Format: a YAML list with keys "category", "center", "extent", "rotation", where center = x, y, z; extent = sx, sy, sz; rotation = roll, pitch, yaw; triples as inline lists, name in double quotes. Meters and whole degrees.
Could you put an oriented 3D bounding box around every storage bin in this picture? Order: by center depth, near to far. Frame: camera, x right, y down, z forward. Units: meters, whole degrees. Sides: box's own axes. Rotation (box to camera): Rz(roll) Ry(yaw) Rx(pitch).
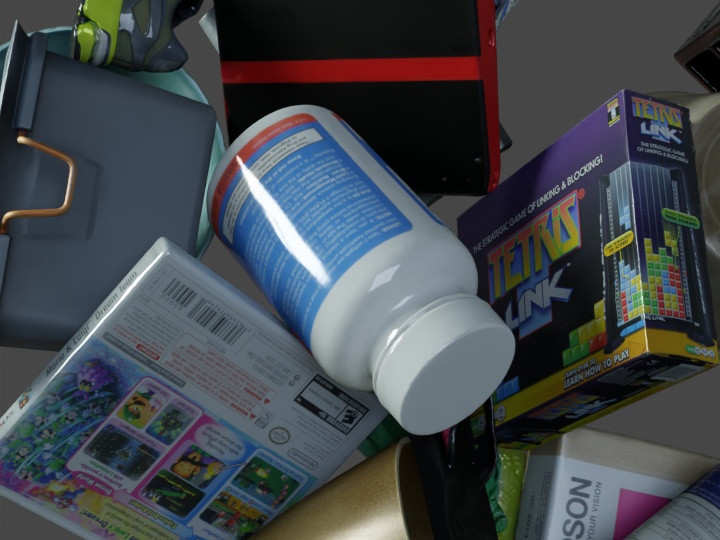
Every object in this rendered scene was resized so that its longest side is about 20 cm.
- category: "storage bin"
  center: [-0.168, -0.037, 0.820]
  extent: [0.133, 0.145, 0.203]
  rotation: [10, 80, -18]

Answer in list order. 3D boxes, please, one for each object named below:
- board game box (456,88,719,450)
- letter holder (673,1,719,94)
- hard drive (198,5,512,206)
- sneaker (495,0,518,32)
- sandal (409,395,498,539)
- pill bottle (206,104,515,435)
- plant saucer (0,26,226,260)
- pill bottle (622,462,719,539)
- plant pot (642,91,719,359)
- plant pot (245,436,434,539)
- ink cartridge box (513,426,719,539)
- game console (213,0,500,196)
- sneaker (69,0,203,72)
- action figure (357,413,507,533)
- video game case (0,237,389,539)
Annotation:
- category: "board game box"
  center: [0.133, 0.008, 0.837]
  extent: [0.056, 0.200, 0.167]
  rotation: [9, 65, -25]
- category: "letter holder"
  center: [0.358, -0.191, 0.975]
  extent: [0.142, 0.101, 0.200]
  rotation: [43, 78, -2]
- category: "hard drive"
  center: [-0.005, -0.129, 0.903]
  extent: [0.139, 0.033, 0.201]
  rotation: [-35, 87, 28]
- category: "sneaker"
  center: [0.087, -0.207, 0.942]
  extent: [0.076, 0.085, 0.202]
  rotation: [24, 78, -4]
- category: "sandal"
  center: [0.062, 0.097, 0.820]
  extent: [0.075, 0.045, 0.202]
  rotation: [27, 39, -43]
- category: "pill bottle"
  center: [0.000, 0.000, 0.794]
  extent: [0.112, 0.113, 0.200]
  rotation: [-33, 54, -12]
- category: "plant saucer"
  center: [-0.190, -0.064, 0.901]
  extent: [0.197, 0.036, 0.203]
  rotation: [1, 81, -9]
- category: "pill bottle"
  center: [0.198, 0.205, 0.804]
  extent: [0.199, 0.112, 0.112]
  rotation: [-35, 88, -12]
- category: "plant pot"
  center: [0.236, -0.040, 0.894]
  extent: [0.197, 0.174, 0.203]
  rotation: [2, 81, -10]
- category: "plant pot"
  center: [-0.027, 0.224, 0.815]
  extent: [0.198, 0.186, 0.188]
  rotation: [-22, 84, 12]
- category: "ink cartridge box"
  center: [0.184, 0.217, 0.895]
  extent: [0.163, 0.075, 0.202]
  rotation: [12, 80, -8]
- category: "game console"
  center: [-0.005, -0.139, 0.869]
  extent: [0.198, 0.031, 0.179]
  rotation: [3, 110, 26]
- category: "sneaker"
  center: [-0.141, -0.214, 0.906]
  extent: [0.080, 0.074, 0.202]
  rotation: [18, 64, -17]
- category: "action figure"
  center: [0.034, 0.103, 0.900]
  extent: [0.118, 0.055, 0.201]
  rotation: [-40, 96, -14]
- category: "video game case"
  center: [-0.106, 0.100, 0.814]
  extent: [0.182, 0.024, 0.200]
  rotation: [-47, 125, 8]
